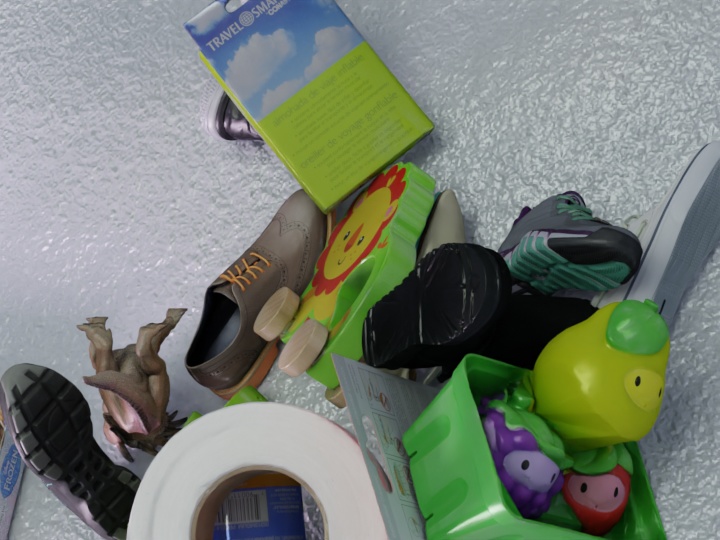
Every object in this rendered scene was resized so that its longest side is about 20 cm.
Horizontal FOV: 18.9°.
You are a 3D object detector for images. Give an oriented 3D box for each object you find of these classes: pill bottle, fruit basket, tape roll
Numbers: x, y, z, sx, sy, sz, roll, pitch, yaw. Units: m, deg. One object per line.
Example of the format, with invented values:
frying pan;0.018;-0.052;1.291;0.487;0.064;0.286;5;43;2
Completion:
pill bottle;-0.095;0.255;1.719;0.112;0.112;0.200;-10;81;27
fruit basket;0.158;0.122;1.580;0.216;0.216;0.156;-25;59;20
tape roll;-0.071;0.201;1.631;0.202;0.071;0.203;-1;83;8

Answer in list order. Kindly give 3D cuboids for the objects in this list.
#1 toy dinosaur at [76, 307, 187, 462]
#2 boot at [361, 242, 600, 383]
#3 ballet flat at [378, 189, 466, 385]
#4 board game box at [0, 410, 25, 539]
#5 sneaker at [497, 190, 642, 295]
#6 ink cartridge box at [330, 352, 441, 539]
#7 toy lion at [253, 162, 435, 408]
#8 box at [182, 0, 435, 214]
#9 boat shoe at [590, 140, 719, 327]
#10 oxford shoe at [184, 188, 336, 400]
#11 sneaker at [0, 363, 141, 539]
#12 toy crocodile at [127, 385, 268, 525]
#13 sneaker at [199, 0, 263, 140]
toy dinosaur;-0.189;0.107;1.817;0.086;0.200;0.136;-3;95;0
boot;0.109;0.037;1.621;0.198;0.162;0.073;-36;53;57
ballet flat;0.056;0.033;1.771;0.069;0.069;0.200;20;83;35
board game box;-0.404;0.204;1.977;0.200;0.043;0.199;2;72;31
sneaker;0.161;-0.032;1.679;0.200;0.074;0.088;-14;49;64
ink cartridge box;0.035;0.157;1.628;0.057;0.200;0.163;-31;64;27
toy lion;0.000;0.000;1.762;0.192;0.069;0.200;-54;16;3
box;-0.045;-0.162;1.840;0.122;0.048;0.200;-38;88;-5
boat shoe;0.225;-0.017;1.677;0.067;0.074;0.200;25;84;35
oxford shoe;-0.085;0.013;1.848;0.071;0.073;0.200;21;81;35
sneaker;-0.257;0.154;1.824;0.079;0.200;0.075;15;53;46
toy crocodile;-0.141;0.185;1.820;0.067;0.062;0.200;30;92;0
sneaker;-0.057;-0.197;1.925;0.114;0.075;0.200;20;82;29
